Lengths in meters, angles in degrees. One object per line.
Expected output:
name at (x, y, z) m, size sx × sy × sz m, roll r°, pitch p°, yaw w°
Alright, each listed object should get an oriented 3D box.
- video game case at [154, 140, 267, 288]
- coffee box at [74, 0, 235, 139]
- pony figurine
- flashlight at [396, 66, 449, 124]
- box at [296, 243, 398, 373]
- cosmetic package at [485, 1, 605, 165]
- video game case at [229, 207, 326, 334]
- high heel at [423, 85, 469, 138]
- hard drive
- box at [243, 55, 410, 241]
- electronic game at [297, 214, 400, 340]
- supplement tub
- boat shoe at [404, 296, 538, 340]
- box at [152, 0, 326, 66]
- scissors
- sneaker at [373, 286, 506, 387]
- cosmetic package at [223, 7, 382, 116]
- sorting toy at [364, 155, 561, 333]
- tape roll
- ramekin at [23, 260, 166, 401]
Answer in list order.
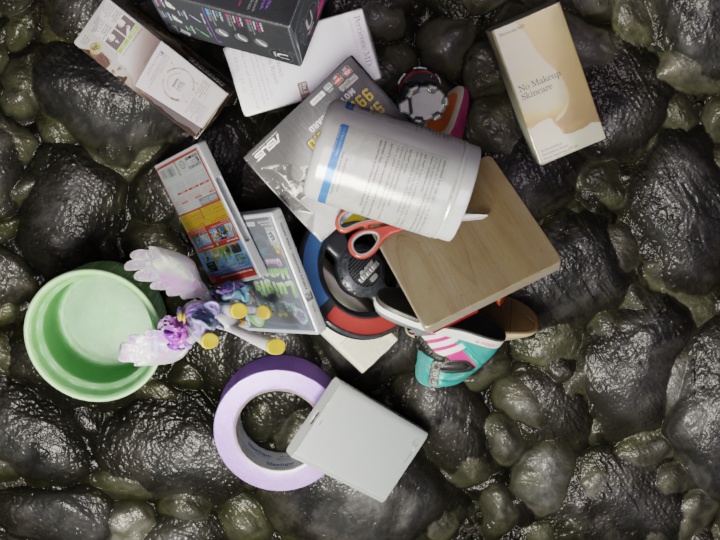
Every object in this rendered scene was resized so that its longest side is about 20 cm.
video game case at (-0.213, -0.074, 1.300) m, size 0.017 × 0.143 × 0.201 m, roll -31°, pitch 102°, yaw -35°
coffee box at (-0.273, -0.277, 1.253) m, size 0.200 × 0.113 × 0.080 m, roll 38°, pitch 102°, yaw -10°
pony figurine at (-0.221, 0.063, 1.265) m, size 0.192 × 0.200 × 0.168 m, roll 8°, pitch 93°, yaw -35°
flashlight at (0.085, -0.233, 1.225) m, size 0.068 × 0.200 × 0.068 m, roll 33°, pitch 102°, yaw -11°
box at (-0.040, 0.053, 1.370) m, size 0.082 × 0.068 × 0.200 m, roll -42°, pitch 102°, yaw 10°
cosmetic package at (0.258, -0.261, 1.286) m, size 0.105 × 0.071 × 0.201 m, roll -23°, pitch 105°, yaw 6°
video game case at (-0.144, 0.004, 1.307) m, size 0.023 × 0.199 × 0.183 m, roll -32°, pitch 108°, yaw -36°
high heel at (0.132, -0.160, 1.328) m, size 0.096 × 0.067 × 0.201 m, roll 17°, pitch 93°, yaw -35°
hard drive at (-0.001, 0.260, 1.397) m, size 0.200 × 0.026 × 0.132 m, roll 35°, pitch 89°, yaw -34°
box at (-0.033, -0.163, 1.245) m, size 0.200 × 0.048 × 0.159 m, roll -41°, pitch 99°, yaw 9°
electronic game at (0.000, 0.000, 1.323) m, size 0.199 × 0.042 × 0.201 m, roll 7°, pitch 75°, yaw -26°
supplement tub at (0.038, -0.126, 1.160) m, size 0.199 × 0.132 × 0.133 m, roll 18°, pitch 105°, yaw -3°
boat shoe at (0.166, 0.080, 1.388) m, size 0.199 × 0.072 × 0.065 m, roll 2°, pitch 142°, yaw -5°
box at (-0.155, -0.363, 1.192) m, size 0.199 × 0.106 × 0.123 m, roll 17°, pitch 77°, yaw 10°
scissors at (0.066, -0.073, 1.228) m, size 0.199 × 0.014 × 0.074 m, roll -18°, pitch 84°, yaw 2°
sneaker at (0.094, 0.103, 1.313) m, size 0.199 × 0.084 × 0.121 m, roll 19°, pitch 120°, yaw -14°
cosmetic package at (-0.078, -0.289, 1.274) m, size 0.199 × 0.074 × 0.102 m, roll -16°, pitch 105°, yaw 5°
sorting toy at (0.138, -0.027, 1.251) m, size 0.198 × 0.201 × 0.070 m, roll -26°, pitch 148°, yaw -3°
tape roll at (-0.124, 0.235, 1.422) m, size 0.199 × 0.066 × 0.201 m, roll 0°, pitch 105°, yaw -1°
ramekin at (-0.382, 0.082, 1.358) m, size 0.199 × 0.098 × 0.201 m, roll 0°, pitch 105°, yaw -1°
